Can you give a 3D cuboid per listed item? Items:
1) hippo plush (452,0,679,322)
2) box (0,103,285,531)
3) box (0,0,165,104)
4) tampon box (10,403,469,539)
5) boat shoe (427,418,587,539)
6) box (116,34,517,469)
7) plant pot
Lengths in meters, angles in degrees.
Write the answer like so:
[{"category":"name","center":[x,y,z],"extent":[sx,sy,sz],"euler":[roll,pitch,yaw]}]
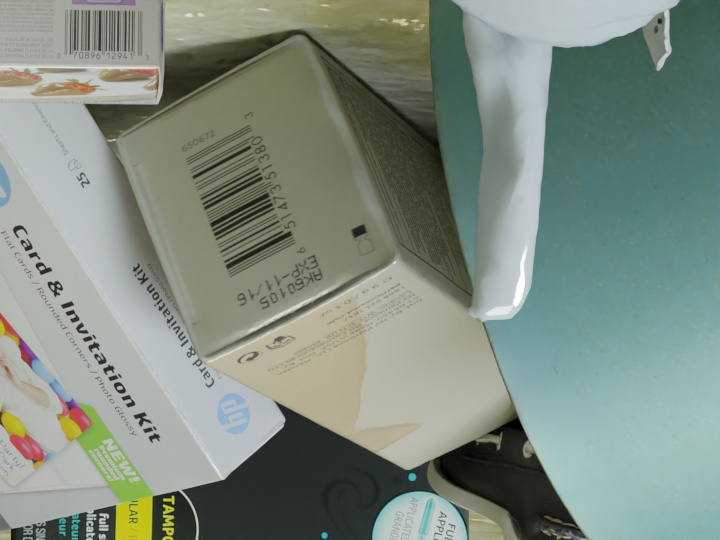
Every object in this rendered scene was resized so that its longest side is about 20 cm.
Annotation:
[{"category":"hippo plush","center":[0.010,-0.130,0.481],"extent":[0.161,0.159,0.200],"euler":[29,151,6]},{"category":"box","center":[-0.136,0.018,0.997],"extent":[0.200,0.156,0.041],"euler":[-17,-160,48]},{"category":"box","center":[-0.158,-0.075,0.827],"extent":[0.199,0.042,0.039],"euler":[0,166,-5]},{"category":"tampon box","center":[-0.057,0.081,1.237],"extent":[0.199,0.150,0.126],"euler":[1,167,-8]},{"category":"boat shoe","center":[0.075,0.077,1.078],"extent":[0.074,0.060,0.200],"euler":[11,-172,-9]},{"category":"box","center":[0.000,0.000,0.981],"extent":[0.078,0.095,0.200],"euler":[-28,156,12]},{"category":"plant pot","center":[0.132,-0.032,0.716],"extent":[0.161,0.201,0.200],"euler":[-16,161,23]}]
